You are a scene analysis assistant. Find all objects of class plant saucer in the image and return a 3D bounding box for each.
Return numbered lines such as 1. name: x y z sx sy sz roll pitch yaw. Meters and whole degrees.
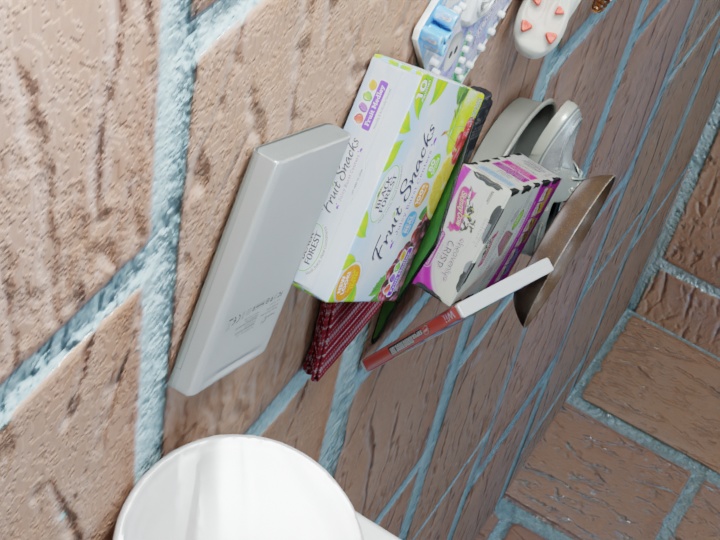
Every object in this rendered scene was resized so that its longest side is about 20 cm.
1. plant saucer: 0.225 -0.028 1.657 0.200 0.032 0.200 -55 169 -15

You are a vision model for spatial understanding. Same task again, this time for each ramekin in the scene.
1. ramekin: -0.102 0.240 1.185 0.203 0.202 0.094 -54 177 -24

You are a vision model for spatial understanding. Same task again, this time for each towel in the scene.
1. towel: 0.000 0.000 1.402 0.145 0.022 0.200 -48 161 -40

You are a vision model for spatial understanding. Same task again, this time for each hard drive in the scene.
1. hard drive: -0.076 -0.010 1.121 0.132 0.026 0.201 -31 146 -63

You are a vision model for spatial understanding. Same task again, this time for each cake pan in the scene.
1. cake pan: 0.164 -0.116 1.705 0.200 0.037 0.200 -54 163 -24

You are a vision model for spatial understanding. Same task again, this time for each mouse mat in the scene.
1. mouse mat: 0.058 -0.038 1.343 0.200 0.008 0.161 118 -7 -55

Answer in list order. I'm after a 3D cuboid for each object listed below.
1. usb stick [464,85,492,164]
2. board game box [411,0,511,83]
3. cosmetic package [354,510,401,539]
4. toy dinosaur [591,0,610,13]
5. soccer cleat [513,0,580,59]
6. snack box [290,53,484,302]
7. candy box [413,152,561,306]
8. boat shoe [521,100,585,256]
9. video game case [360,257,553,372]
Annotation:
1. usb stick: 0.084 -0.092 1.492 0.055 0.033 0.201 -31 147 -58
2. board game box: 0.117 -0.250 1.329 0.200 0.026 0.200 -59 165 -8
3. cosmetic package: -0.070 0.300 1.366 0.167 0.200 0.168 -54 164 -23
4. toy dinosaur: 0.324 -0.378 1.671 0.136 0.102 0.201 127 -26 -76
5. soccer cleat: 0.208 -0.305 1.472 0.200 0.069 0.078 -61 -178 0
6. snack box: 0.021 -0.073 1.234 0.142 0.053 0.201 2 113 -64
7. candy box: 0.131 -0.047 1.541 0.137 0.061 0.200 -63 165 17
8. boat shoe: 0.229 -0.103 1.729 0.070 0.071 0.201 -39 154 -55
9. video game case: 0.102 0.050 1.586 0.143 0.017 0.200 -25 174 -36
